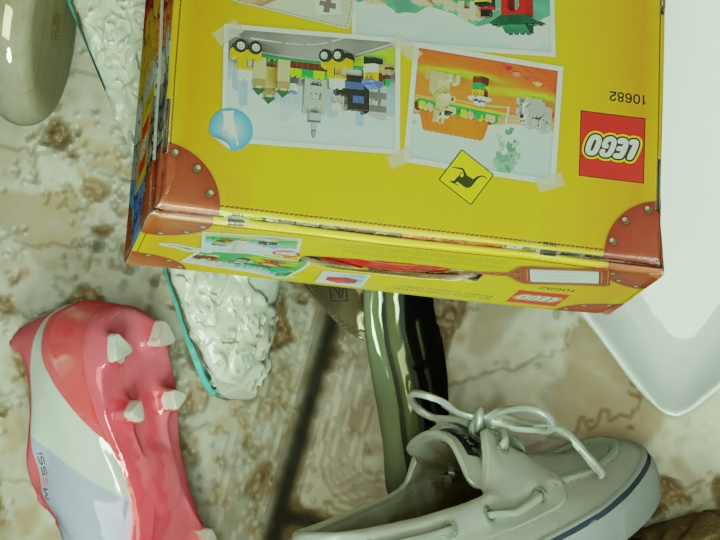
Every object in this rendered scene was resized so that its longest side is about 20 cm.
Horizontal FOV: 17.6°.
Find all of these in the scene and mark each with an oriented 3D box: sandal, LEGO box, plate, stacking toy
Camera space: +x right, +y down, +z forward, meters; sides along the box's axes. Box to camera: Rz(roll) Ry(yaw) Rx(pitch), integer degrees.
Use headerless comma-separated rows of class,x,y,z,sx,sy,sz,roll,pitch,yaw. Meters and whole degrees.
sandal,0.000,0.001,0.992,0.057,0.080,0.202,-4,92,17
LEGO box,0.016,-0.071,0.913,0.199,0.077,0.150,7,74,-11
plate,0.147,-0.073,1.001,0.200,0.032,0.200,-39,91,3
stacking toy,-0.227,-0.115,0.999,0.199,0.085,0.086,7,92,8

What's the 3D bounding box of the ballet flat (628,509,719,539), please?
ballet flat,0.112,0.158,0.942,0.072,0.200,0.068,-1,116,20

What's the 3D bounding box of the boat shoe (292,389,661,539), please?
boat shoe,0.045,0.087,0.945,0.202,0.074,0.086,-22,100,-40

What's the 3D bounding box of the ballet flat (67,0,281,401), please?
ballet flat,-0.065,-0.044,0.990,0.072,0.072,0.201,-20,93,3

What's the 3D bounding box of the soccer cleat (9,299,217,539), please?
soccer cleat,-0.107,0.112,1.011,0.076,0.067,0.201,-4,96,40
